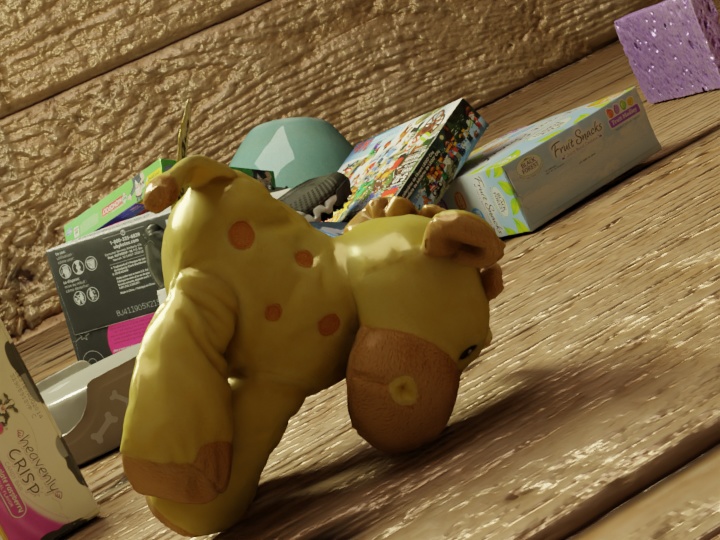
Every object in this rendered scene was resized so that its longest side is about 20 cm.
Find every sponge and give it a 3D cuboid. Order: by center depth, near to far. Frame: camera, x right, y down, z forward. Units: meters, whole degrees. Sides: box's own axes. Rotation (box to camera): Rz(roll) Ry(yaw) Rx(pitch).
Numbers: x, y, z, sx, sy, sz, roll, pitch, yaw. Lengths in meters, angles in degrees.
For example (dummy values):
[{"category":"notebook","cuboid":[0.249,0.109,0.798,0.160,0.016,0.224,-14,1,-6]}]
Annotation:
[{"category":"sponge","cuboid":[0.365,-0.258,1.485,0.030,0.113,0.200,-27,7,-10]}]

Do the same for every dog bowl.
[{"category":"dog bowl","cuboid":[-0.214,0.107,1.051,0.198,0.059,0.200,-25,6,3]}]

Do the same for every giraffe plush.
[{"category":"giraffe plush","cuboid":[-0.013,0.027,0.607,0.159,0.203,0.173,5,6,3]}]

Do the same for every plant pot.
[{"category":"plant pot","cuboid":[-0.071,-0.089,1.404,0.197,0.137,0.200,-7,-10,-1]}]

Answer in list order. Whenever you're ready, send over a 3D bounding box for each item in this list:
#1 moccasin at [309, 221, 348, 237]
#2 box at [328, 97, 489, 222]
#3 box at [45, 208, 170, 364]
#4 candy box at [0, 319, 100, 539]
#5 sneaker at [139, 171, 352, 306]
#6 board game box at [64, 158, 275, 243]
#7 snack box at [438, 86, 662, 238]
[{"category":"moccasin","cuboid":[0.000,0.000,1.013,0.198,0.082,0.068,6,9,31]},{"category":"box","cuboid":[0.021,-0.076,1.177,0.137,0.038,0.199,-56,19,-23]},{"category":"box","cuboid":[-0.174,0.008,1.215,0.197,0.134,0.115,-16,2,22]},{"category":"candy box","cuboid":[-0.246,0.106,0.836,0.061,0.138,0.199,-29,7,-24]},{"category":"sneaker","cuboid":[-0.102,-0.048,1.095,0.198,0.091,0.066,-30,5,-12]},{"category":"board game box","cuboid":[-0.195,-0.061,1.297,0.133,0.030,0.199,1,-17,-40]},{"category":"snack box","cuboid":[0.146,-0.087,1.164,0.168,0.068,0.199,-31,10,-27]}]
